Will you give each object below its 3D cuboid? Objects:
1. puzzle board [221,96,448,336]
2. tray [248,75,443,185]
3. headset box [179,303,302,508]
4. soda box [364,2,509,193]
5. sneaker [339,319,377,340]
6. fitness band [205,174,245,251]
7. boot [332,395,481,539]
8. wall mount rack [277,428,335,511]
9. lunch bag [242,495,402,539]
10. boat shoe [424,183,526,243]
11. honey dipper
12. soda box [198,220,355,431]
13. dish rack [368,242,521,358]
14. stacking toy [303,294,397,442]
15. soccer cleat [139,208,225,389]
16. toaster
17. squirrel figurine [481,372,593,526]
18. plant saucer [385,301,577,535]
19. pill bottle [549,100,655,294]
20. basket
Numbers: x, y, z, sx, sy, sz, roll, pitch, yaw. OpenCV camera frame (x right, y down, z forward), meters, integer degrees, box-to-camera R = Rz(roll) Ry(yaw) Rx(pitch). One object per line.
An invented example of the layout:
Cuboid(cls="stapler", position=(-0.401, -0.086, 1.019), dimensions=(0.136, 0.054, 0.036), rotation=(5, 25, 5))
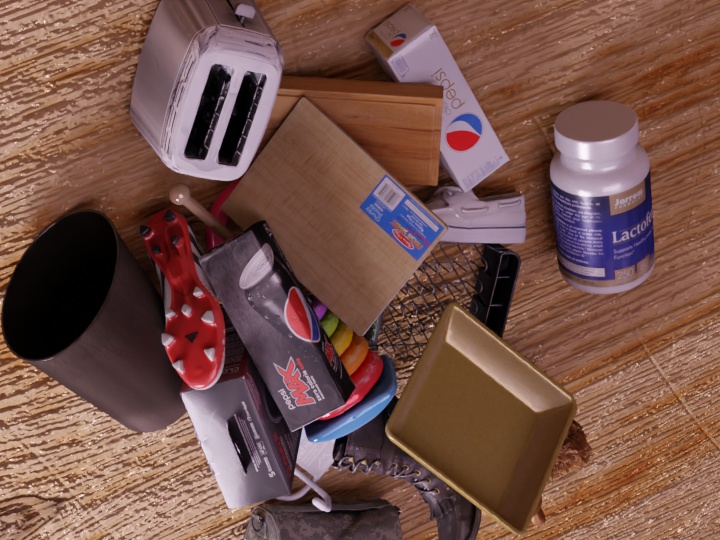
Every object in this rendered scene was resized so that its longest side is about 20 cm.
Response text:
Cuboid(cls="puzzle board", position=(-0.027, -0.054, 1.618), dimensions=(0.200, 0.017, 0.151), rotation=(42, 109, 6))
Cuboid(cls="tray", position=(-0.016, -0.144, 1.638), dimensions=(0.197, 0.037, 0.100), rotation=(4, 120, 3))
Cuboid(cls="headset box", position=(-0.120, 0.140, 1.675), dimensions=(0.074, 0.201, 0.150), rotation=(-14, 114, 12))
Cuboid(cls="soda box", position=(0.082, -0.182, 1.695), dimensions=(0.063, 0.068, 0.201), rotation=(-35, 128, -2))
Cuboid(cls="sneaker", position=(0.000, 0.000, 1.717), dimensions=(0.201, 0.077, 0.085), rotation=(101, 17, -46))
Cuboid(cls="fitness band", position=(-0.070, -0.048, 1.720), dimensions=(0.198, 0.037, 0.145), rotation=(-16, 124, -15))
Cuboid(cls="boot", position=(0.045, 0.223, 1.777), dimensions=(0.172, 0.202, 0.069), rotation=(12, 153, -27))
Cuboid(cls="wall mount rack", position=(-0.066, 0.176, 1.836), dimensions=(0.173, 0.075, 0.201), rotation=(38, 98, -6))
Cuboid(cls="lunch bag", position=(-0.047, 0.359, 1.909), dimensions=(0.198, 0.139, 0.170), rotation=(3, 101, -30))
Cuboid(cls="boat shoe", position=(0.104, -0.066, 1.776), dimensions=(0.198, 0.073, 0.066), rotation=(1, 95, -40))
Cuboid(cls="honey dipper", position=(-0.133, -0.029, 1.658), dimensions=(0.038, 0.038, 0.200), rotation=(-45, 128, 5))
Cuboid(cls="soda box", position=(-0.083, 0.055, 1.611), dimensions=(0.070, 0.063, 0.202), rotation=(-27, 96, 14))
Cuboid(cls="dish rack", position=(0.075, 0.036, 1.829), dimensions=(0.198, 0.055, 0.155), rotation=(-1, 118, -25))
Cuboid(cls="stacking toy", position=(-0.056, 0.069, 1.681), dimensions=(0.115, 0.110, 0.201), rotation=(-31, 110, 5))
Cuboid(cls="soccer cleat", position=(-0.171, 0.031, 1.620), dimensions=(0.068, 0.202, 0.085), rotation=(-26, 155, 12))
Cuboid(cls="toaster", position=(-0.152, -0.175, 1.548), dimensions=(0.112, 0.129, 0.202), rotation=(10, 114, -29))
Cuboid(cls="squirrel figurine", position=(0.182, 0.211, 1.899), dimensions=(0.198, 0.187, 0.143), rotation=(-20, 125, -14))
Cuboid(cls="plant saucer", position=(0.129, 0.170, 1.782), dimensions=(0.199, 0.201, 0.048), rotation=(38, 143, -10))
Cuboid(cls="pill bottle", position=(0.275, -0.084, 1.815), dimensions=(0.115, 0.116, 0.202), rotation=(-20, 125, -13))
Cuboid(cls="basket", position=(-0.255, 0.070, 1.635), dimensions=(0.134, 0.182, 0.200), rotation=(-12, 139, 22))
